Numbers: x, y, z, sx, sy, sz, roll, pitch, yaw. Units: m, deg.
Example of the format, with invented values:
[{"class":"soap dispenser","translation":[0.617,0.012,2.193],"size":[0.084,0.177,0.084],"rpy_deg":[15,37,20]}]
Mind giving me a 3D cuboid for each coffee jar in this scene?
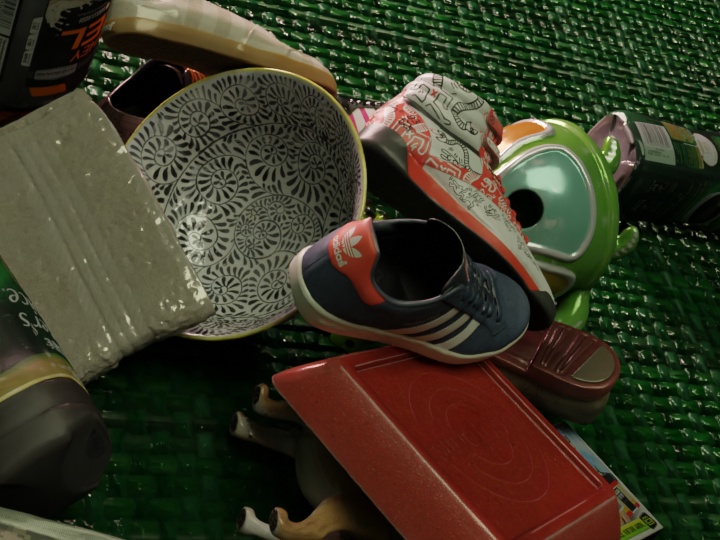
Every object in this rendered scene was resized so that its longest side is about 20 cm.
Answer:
[{"class":"coffee jar","translation":[-0.225,0.048,0.676],"size":[0.085,0.104,0.200],"rpy_deg":[-32,68,-16]},{"class":"coffee jar","translation":[0.309,-0.093,1.129],"size":[0.199,0.104,0.086],"rpy_deg":[5,55,-28]}]

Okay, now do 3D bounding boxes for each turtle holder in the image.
[{"class":"turtle holder","translation":[0.135,-0.031,0.970],"size":[0.131,0.186,0.141],"rpy_deg":[-9,27,-36]}]

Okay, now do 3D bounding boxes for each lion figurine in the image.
[{"class":"lion figurine","translation":[-0.017,0.135,0.759],"size":[0.122,0.073,0.200],"rpy_deg":[18,38,-22]}]

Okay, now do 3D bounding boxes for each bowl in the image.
[{"class":"bowl","translation":[-0.077,-0.034,0.839],"size":[0.201,0.200,0.094],"rpy_deg":[64,7,26]}]

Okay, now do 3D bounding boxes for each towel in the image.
[{"class":"towel","translation":[-0.198,-0.020,0.785],"size":[0.132,0.035,0.200],"rpy_deg":[-29,69,-7]}]

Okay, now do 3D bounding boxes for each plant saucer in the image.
[{"class":"plant saucer","translation":[0.070,0.113,0.742],"size":[0.200,0.037,0.199],"rpy_deg":[47,27,22]}]

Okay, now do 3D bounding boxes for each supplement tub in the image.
[{"class":"supplement tub","translation":[-0.239,-0.203,0.830],"size":[0.122,0.200,0.123],"rpy_deg":[15,49,-18]}]

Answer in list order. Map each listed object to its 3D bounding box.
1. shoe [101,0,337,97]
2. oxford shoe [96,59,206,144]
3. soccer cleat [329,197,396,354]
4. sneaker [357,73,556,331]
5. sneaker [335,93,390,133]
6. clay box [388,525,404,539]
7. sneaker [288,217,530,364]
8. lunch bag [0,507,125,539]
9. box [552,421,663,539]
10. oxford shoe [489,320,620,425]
[{"class":"shoe","translation":[-0.095,-0.167,0.853],"size":[0.200,0.070,0.054],"rpy_deg":[13,71,-42]},{"class":"oxford shoe","translation":[-0.138,-0.139,0.927],"size":[0.071,0.073,0.200],"rpy_deg":[40,45,6]},{"class":"soccer cleat","translation":[0.000,0.000,0.884],"size":[0.067,0.081,0.200],"rpy_deg":[36,14,-12]},{"class":"sneaker","translation":[0.091,-0.056,0.865],"size":[0.201,0.067,0.108],"rpy_deg":[43,59,-7]},{"class":"sneaker","translation":[-0.016,-0.132,0.991],"size":[0.121,0.084,0.200],"rpy_deg":[47,46,-1]},{"class":"clay box","translation":[0.047,0.219,0.757],"size":[0.115,0.048,0.200],"rpy_deg":[37,45,2]},{"class":"sneaker","translation":[0.054,0.008,0.745],"size":[0.199,0.084,0.075],"rpy_deg":[7,57,-41]},{"class":"lunch bag","translation":[-0.188,0.212,0.578],"size":[0.199,0.118,0.164],"rpy_deg":[25,45,-16]},{"class":"box","translation":[0.122,0.166,0.801],"size":[0.110,0.035,0.200],"rpy_deg":[48,27,25]},{"class":"oxford shoe","translation":[0.099,0.064,0.907],"size":[0.200,0.075,0.070],"rpy_deg":[27,50,21]}]
